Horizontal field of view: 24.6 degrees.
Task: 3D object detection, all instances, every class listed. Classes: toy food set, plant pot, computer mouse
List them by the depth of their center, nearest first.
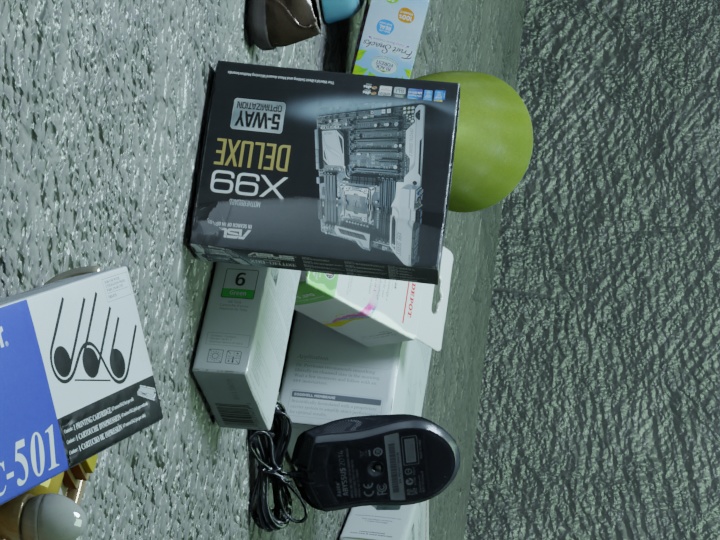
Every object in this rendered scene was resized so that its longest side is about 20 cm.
[{"bbox_3d":[-0.172,0.118,1.002,0.144,0.060,0.200,79,19,-54],"label":"toy food set"},{"bbox_3d":[-0.006,0.175,1.576,0.053,0.200,0.139,-101,-171,-72],"label":"computer mouse"},{"bbox_3d":[0.097,-0.173,2.090,0.200,0.187,0.187,6,89,-65],"label":"plant pot"}]

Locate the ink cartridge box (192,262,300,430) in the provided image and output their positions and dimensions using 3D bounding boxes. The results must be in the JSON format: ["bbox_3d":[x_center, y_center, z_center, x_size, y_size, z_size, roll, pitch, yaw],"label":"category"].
[{"bbox_3d":[-0.093,0.025,1.424,0.109,0.050,0.200,76,20,-58],"label":"ink cartridge box"}]

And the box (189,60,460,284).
[{"bbox_3d":[-0.027,-0.079,1.325,0.050,0.200,0.158,80,17,-74],"label":"box"}]

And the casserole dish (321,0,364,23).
[{"bbox_3d":[-0.016,-0.350,1.714,0.121,0.039,0.200,-76,165,-45],"label":"casserole dish"}]

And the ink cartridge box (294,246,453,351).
[{"bbox_3d":[0.000,0.000,1.605,0.200,0.067,0.117,30,60,-41],"label":"ink cartridge box"}]

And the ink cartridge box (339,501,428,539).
[{"bbox_3d":[0.033,0.356,2.126,0.200,0.084,0.146,-62,154,-65],"label":"ink cartridge box"}]

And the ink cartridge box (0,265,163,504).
[{"bbox_3d":[-0.176,0.061,0.867,0.200,0.044,0.094,-23,101,-68],"label":"ink cartridge box"}]

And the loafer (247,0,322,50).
[{"bbox_3d":[-0.052,-0.291,1.451,0.073,0.071,0.200,5,89,-80],"label":"loafer"}]

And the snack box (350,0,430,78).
[{"bbox_3d":[0.038,-0.282,1.793,0.169,0.068,0.200,158,-52,-88],"label":"snack box"}]

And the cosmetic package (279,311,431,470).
[{"bbox_3d":[-0.002,0.113,1.740,0.199,0.123,0.200,76,23,-60],"label":"cosmetic package"}]
